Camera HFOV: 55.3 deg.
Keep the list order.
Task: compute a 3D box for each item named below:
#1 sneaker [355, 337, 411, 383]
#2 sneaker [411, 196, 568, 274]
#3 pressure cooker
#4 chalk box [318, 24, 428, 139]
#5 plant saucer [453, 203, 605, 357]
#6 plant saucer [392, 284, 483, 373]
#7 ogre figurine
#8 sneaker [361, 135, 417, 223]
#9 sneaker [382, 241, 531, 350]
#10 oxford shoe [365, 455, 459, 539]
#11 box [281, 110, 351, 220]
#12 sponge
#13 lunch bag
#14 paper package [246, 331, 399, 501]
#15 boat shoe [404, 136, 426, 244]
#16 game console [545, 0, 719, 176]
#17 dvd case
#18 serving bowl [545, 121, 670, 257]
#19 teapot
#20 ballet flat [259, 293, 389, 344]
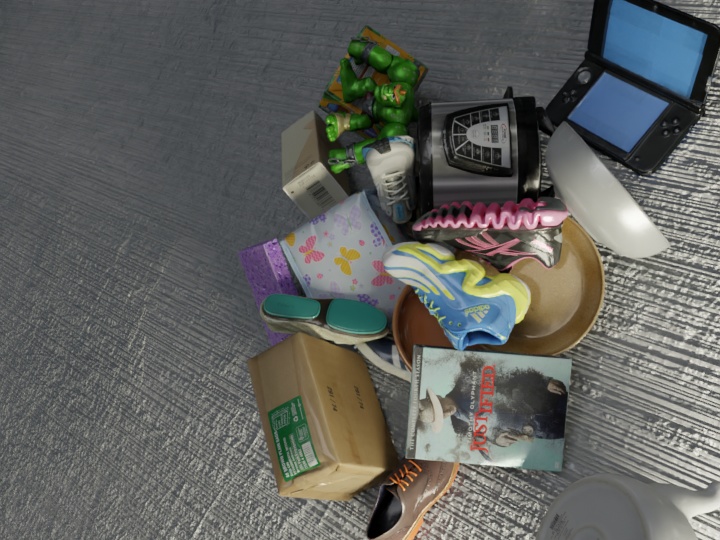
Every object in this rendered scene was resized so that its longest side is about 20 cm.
[{"bbox_3d":[0.083,0.122,0.991,0.199,0.075,0.085,28,88,25],"label":"sneaker"},{"bbox_3d":[0.160,-0.037,0.865,0.197,0.079,0.097,0,114,26],"label":"sneaker"},{"bbox_3d":[0.178,-0.153,0.961,0.197,0.178,0.180,0,34,6],"label":"pressure cooker"},{"bbox_3d":[0.012,-0.300,1.147,0.126,0.123,0.200,-59,10,-1],"label":"chalk box"},{"bbox_3d":[0.215,0.016,0.896,0.197,0.035,0.203,0,89,21],"label":"plant saucer"},{"bbox_3d":[0.141,0.082,0.943,0.197,0.038,0.202,0,59,0],"label":"plant saucer"},{"bbox_3d":[0.023,-0.242,0.997,0.118,0.099,0.202,6,60,17],"label":"ogre figurine"},{"bbox_3d":[0.052,-0.119,0.957,0.074,0.200,0.088,-11,75,9],"label":"sneaker"},{"bbox_3d":[0.107,0.034,0.859,0.198,0.076,0.106,15,61,19],"label":"sneaker"},{"bbox_3d":[0.074,0.285,0.931,0.071,0.072,0.202,25,86,38],"label":"oxford shoe"},{"bbox_3d":[-0.077,-0.177,1.159,0.077,0.095,0.201,-32,35,16],"label":"box"},{"bbox_3d":[-0.131,0.053,1.094,0.111,0.030,0.202,-7,105,57],"label":"sponge"},{"bbox_3d":[0.000,0.000,1.060,0.168,0.127,0.202,-30,85,21],"label":"lunch bag"},{"bbox_3d":[-0.051,0.208,0.970,0.103,0.190,0.202,-32,59,19],"label":"paper package"},{"bbox_3d":[0.082,-0.143,1.098,0.074,0.068,0.202,-28,58,21],"label":"boat shoe"},{"bbox_3d":[0.358,-0.260,0.934,0.171,0.118,0.200,-51,53,5],"label":"game console"},{"bbox_3d":[0.159,0.173,0.866,0.197,0.022,0.148,5,95,4],"label":"dvd case"},{"bbox_3d":[0.295,-0.090,0.860,0.066,0.199,0.201,-40,55,19],"label":"serving bowl"},{"bbox_3d":[0.290,0.329,0.736,0.200,0.145,0.199,-41,28,43],"label":"teapot"},{"bbox_3d":[-0.050,0.074,1.009,0.197,0.063,0.068,11,51,13],"label":"ballet flat"}]
